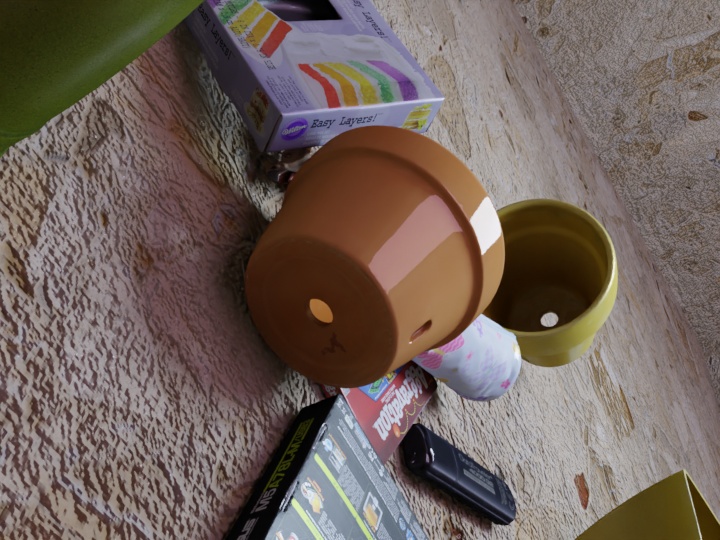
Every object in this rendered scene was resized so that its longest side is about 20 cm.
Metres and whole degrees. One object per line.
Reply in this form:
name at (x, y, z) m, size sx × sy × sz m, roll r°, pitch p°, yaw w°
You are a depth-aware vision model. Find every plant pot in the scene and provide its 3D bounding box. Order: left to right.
plant pot at (-0.171, -0.180, 0.471) m, size 0.200 × 0.192 × 0.201 m, roll -20°, pitch 90°, yaw -77°
plant pot at (0.000, 0.000, 0.725) m, size 0.201 × 0.200 × 0.140 m, roll 60°, pitch 40°, yaw -12°
plant pot at (0.244, 0.035, 1.198) m, size 0.189 × 0.200 × 0.202 m, roll 57°, pitch 19°, yaw -58°
plant pot at (0.369, 0.402, 1.100) m, size 0.200 × 0.176 × 0.200 m, roll 52°, pitch 27°, yaw -29°

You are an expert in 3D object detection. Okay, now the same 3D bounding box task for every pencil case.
pencil case at (0.095, 0.068, 0.913) m, size 0.083 × 0.091 × 0.200 m, roll 32°, pitch -5°, yaw 39°

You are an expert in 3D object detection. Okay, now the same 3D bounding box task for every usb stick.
usb stick at (0.104, 0.211, 0.913) m, size 0.200 × 0.033 × 0.056 m, roll 40°, pitch 27°, yaw -44°

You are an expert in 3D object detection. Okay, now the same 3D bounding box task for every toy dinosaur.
toy dinosaur at (-0.021, -0.100, 0.905) m, size 0.200 × 0.135 × 0.086 m, roll 59°, pitch 42°, yaw -81°

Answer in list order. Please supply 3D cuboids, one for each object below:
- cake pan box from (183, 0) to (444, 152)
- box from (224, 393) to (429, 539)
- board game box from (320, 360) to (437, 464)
cake pan box at (-0.047, -0.200, 0.818) m, size 0.184 × 0.052 × 0.200 m, roll -10°, pitch 56°, yaw -36°
box at (-0.007, 0.223, 0.654) m, size 0.200 × 0.047 × 0.193 m, roll 60°, pitch 26°, yaw -15°
board game box at (0.021, 0.105, 0.859) m, size 0.103 × 0.019 × 0.200 m, roll 64°, pitch 23°, yaw -5°
